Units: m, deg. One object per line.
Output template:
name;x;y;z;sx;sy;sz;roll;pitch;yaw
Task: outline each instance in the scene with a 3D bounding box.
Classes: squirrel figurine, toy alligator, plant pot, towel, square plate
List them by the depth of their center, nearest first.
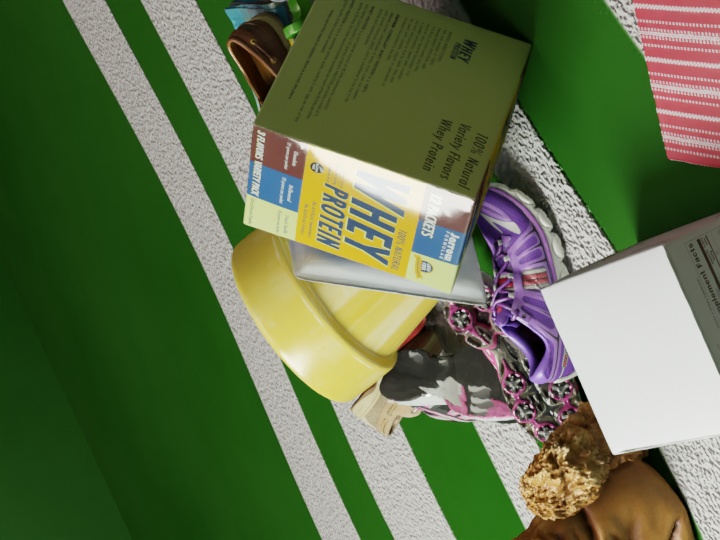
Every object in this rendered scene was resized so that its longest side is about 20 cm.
towel;0.264;-0.172;1.239;0.144;0.022;0.202;17;128;57
squirrel figurine;0.193;0.229;1.537;0.141;0.185;0.202;23;132;57
square plate;0.021;-0.065;1.556;0.029;0.196;0.202;124;146;-45
toy alligator;-0.024;-0.200;1.669;0.059;0.054;0.201;-23;107;48
plant pot;0.000;0.000;1.692;0.201;0.188;0.201;48;-164;-18
towel;-0.098;-0.221;1.940;0.146;0.022;0.202;14;124;61

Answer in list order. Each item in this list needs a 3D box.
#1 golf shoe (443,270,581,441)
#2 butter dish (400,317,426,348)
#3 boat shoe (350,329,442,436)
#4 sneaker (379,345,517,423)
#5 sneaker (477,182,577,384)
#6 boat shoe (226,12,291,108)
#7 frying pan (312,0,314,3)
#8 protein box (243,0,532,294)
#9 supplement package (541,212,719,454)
golf shoe;0.161;0.081;1.638;0.201;0.072;0.092;56;-162;-3
butter dish;-0.040;0.019;1.879;0.201;0.147;0.200;62;155;8
boat shoe;0.055;0.131;1.891;0.064;0.071;0.200;43;148;3
sneaker;0.119;0.126;1.754;0.199;0.081;0.086;9;163;47
sneaker;0.152;0.012;1.557;0.202;0.083;0.081;65;155;6
boat shoe;-0.084;-0.190;1.852;0.072;0.067;0.201;-29;94;47
frying pan;-0.037;-0.258;1.779;0.115;0.031;0.192;25;136;54
protein box;0.024;-0.121;1.470;0.198;0.200;0.136;18;143;6
supplement package;0.262;0.048;1.329;0.157;0.110;0.200;66;155;1
